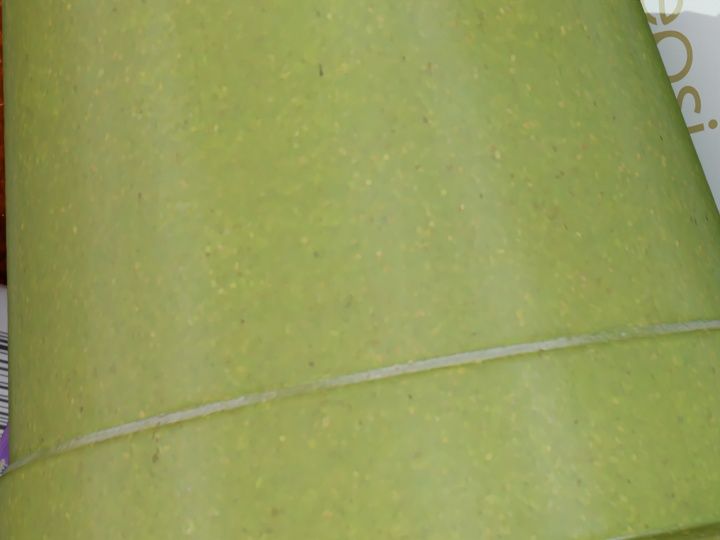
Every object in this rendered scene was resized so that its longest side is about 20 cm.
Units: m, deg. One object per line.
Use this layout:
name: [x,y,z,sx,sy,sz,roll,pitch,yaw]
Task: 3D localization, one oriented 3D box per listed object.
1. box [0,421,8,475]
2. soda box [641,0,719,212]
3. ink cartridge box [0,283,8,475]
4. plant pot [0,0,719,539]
box: [0.000,0.000,0.771,0.137,0.039,0.200,31,75,-31]
soda box: [0.066,-0.091,0.730,0.063,0.068,0.201,-14,105,-13]
ink cartridge box: [-0.090,0.085,0.785,0.200,0.083,0.146,17,76,-37]
plant pot: [-0.004,-0.017,0.651,0.200,0.200,0.191,-5,80,-40]
